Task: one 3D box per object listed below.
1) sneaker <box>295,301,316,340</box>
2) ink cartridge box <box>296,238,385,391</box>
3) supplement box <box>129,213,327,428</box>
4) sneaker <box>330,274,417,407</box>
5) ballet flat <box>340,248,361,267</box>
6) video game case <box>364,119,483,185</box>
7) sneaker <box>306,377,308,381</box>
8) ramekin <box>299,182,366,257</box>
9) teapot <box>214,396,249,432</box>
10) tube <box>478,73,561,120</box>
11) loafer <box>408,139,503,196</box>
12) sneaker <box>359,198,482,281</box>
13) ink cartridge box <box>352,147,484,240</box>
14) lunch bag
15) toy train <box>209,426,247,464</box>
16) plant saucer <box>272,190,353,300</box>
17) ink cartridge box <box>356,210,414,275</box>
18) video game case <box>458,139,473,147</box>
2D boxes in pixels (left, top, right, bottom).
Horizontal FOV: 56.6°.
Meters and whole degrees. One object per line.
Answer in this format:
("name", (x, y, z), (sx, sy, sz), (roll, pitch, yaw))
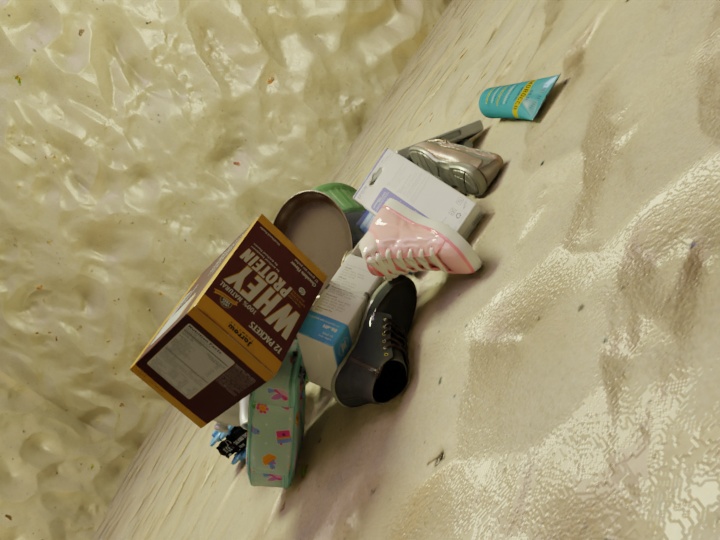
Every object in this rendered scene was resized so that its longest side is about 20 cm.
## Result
("sneaker", (-0.063, 0.116, 1.083), (0.199, 0.076, 0.116), (-41, 50, -3))
("ink cartridge box", (-0.009, 0.063, 0.982), (0.201, 0.065, 0.118), (-55, -30, -35))
("supplement box", (-0.179, 0.071, 0.930), (0.199, 0.132, 0.199), (-36, 18, 39))
("sneaker", (0.045, 0.093, 0.887), (0.105, 0.074, 0.203), (-11, 46, 57))
("ballet flat", (0.000, 0.000, 1.109), (0.069, 0.045, 0.199), (-69, -18, 1))
("video game case", (0.114, -0.217, 1.259), (0.178, 0.024, 0.200), (-23, 1, -17))
("sneaker", (-0.096, 0.116, 1.213), (0.076, 0.084, 0.204), (-26, 48, 24))
("ramekin", (-0.046, -0.056, 1.293), (0.202, 0.198, 0.098), (-54, 43, 6))
("teapot", (-0.226, 0.210, 1.181), (0.200, 0.192, 0.150), (55, -131, -68))
("tube", (0.249, -0.271, 1.067), (0.079, 0.050, 0.200), (-62, 17, 4))
("loafer", (0.152, -0.172, 1.068), (0.063, 0.073, 0.199), (-40, 34, -9))
("sneaker", (0.070, -0.018, 0.896), (0.105, 0.075, 0.199), (-49, 41, -6))
("ink cartridge box", (0.083, -0.097, 0.999), (0.199, 0.039, 0.100), (41, 97, 36))
("lunch bag", (-0.121, 0.207, 1.013), (0.161, 0.075, 0.206), (-81, -3, -70))
("toy train", (-0.223, 0.305, 1.325), (0.200, 0.086, 0.115), (-44, 8, 47))
("plant saucer", (-0.083, -0.037, 1.182), (0.201, 0.202, 0.032), (-49, -26, 26))
("ink cartridge box", (0.072, -0.093, 1.129), (0.137, 0.076, 0.200), (-52, 21, 6))
("video game case", (0.122, -0.142, 1.269), (0.185, 0.023, 0.199), (-60, 13, -19))
